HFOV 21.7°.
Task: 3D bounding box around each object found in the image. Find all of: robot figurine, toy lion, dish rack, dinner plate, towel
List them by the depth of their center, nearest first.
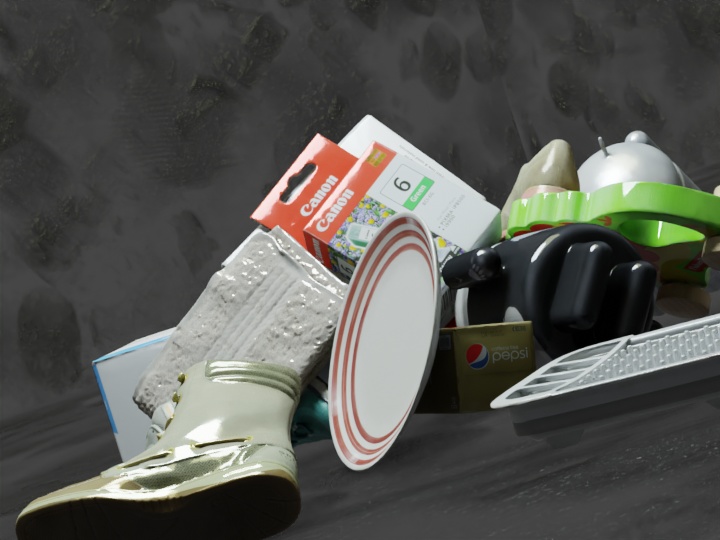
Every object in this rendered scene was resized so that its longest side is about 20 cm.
[{"bbox_3d":[0.201,0.069,1.248,0.199,0.044,0.171,-17,2,29],"label":"dish rack"},{"bbox_3d":[0.023,0.055,1.433,0.024,0.202,0.200,14,-10,-21],"label":"dinner plate"},{"bbox_3d":[0.157,0.026,1.512,0.124,0.151,0.200,-33,7,-23],"label":"robot figurine"},{"bbox_3d":[0.221,-0.028,1.571,0.190,0.069,0.200,14,-20,-5],"label":"toy lion"},{"bbox_3d":[-0.095,0.069,1.581,0.200,0.132,0.034,-53,-33,3],"label":"towel"},{"bbox_3d":[0.264,-0.044,1.735,0.112,0.171,0.200,-18,-37,32],"label":"robot figurine"}]

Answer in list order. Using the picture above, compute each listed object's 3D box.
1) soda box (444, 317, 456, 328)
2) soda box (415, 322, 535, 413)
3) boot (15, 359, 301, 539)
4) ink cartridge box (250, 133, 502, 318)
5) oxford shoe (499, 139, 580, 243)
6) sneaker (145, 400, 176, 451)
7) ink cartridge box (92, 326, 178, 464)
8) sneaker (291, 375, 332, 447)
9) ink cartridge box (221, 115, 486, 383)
[{"bbox_3d":[0.132,0.041,1.792,0.199,0.064,0.068,-11,0,17],"label":"soda box"},{"bbox_3d":[0.064,0.078,1.479,0.067,0.065,0.200,-4,-2,-22],"label":"soda box"},{"bbox_3d":[-0.137,0.135,1.323,0.199,0.072,0.155,-13,31,7],"label":"boot"},{"bbox_3d":[0.010,-0.047,1.611,0.109,0.199,0.050,-52,-21,-19],"label":"ink cartridge box"},{"bbox_3d":[0.163,-0.054,1.705,0.070,0.074,0.200,14,-20,-7],"label":"oxford shoe"},{"bbox_3d":[-0.134,0.147,1.439,0.075,0.093,0.200,-18,3,-14],"label":"sneaker"},{"bbox_3d":[-0.160,0.117,1.820,0.124,0.129,0.200,-18,3,9],"label":"ink cartridge box"},{"bbox_3d":[-0.063,0.136,1.625,0.080,0.078,0.200,-50,20,-25],"label":"sneaker"},{"bbox_3d":[0.000,0.000,1.700,0.200,0.146,0.147,-46,-24,-17],"label":"ink cartridge box"}]
